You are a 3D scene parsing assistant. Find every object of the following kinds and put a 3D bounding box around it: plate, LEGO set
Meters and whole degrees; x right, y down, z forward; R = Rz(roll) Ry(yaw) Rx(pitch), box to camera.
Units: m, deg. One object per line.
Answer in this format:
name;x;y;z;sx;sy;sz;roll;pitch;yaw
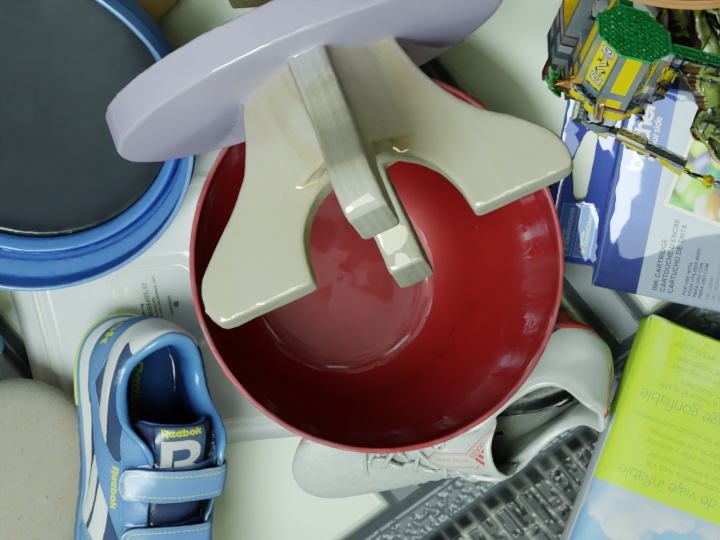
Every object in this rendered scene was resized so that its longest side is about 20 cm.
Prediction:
plate;-0.113;0.017;1.187;0.200;0.032;0.200;-9;105;12
LEGO set;0.174;-0.090;1.010;0.200;0.154;0.116;6;138;-16

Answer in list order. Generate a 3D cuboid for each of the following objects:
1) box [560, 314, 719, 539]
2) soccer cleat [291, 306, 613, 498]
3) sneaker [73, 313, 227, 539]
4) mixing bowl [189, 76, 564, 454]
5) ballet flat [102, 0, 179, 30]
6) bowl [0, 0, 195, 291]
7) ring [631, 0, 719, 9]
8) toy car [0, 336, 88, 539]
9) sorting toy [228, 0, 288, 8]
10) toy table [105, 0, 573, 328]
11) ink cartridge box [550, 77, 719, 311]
box;0.180;0.139;1.129;0.122;0.048;0.200;21;88;3
soccer cleat;0.050;0.090;1.146;0.200;0.085;0.069;-23;126;14
sneaker;-0.113;0.120;1.123;0.082;0.074;0.200;-14;83;57
mixing bowl;0.000;0.000;1.102;0.200;0.108;0.201;1;83;-11
ballet flat;-0.156;-0.223;1.111;0.063;0.069;0.200;-25;106;-12
bowl;-0.187;-0.082;1.106;0.200;0.039;0.201;2;123;3
ring;0.132;-0.207;0.992;0.200;0.201;0.019;27;141;1
toy car;-0.253;0.149;1.201;0.184;0.177;0.200;54;148;-9
sorting toy;-0.056;-0.236;1.013;0.069;0.200;0.199;-20;100;-6
toy table;-0.008;-0.060;0.973;0.200;0.184;0.117;-26;77;15
ink cartridge box;0.203;-0.037;1.110;0.200;0.042;0.120;12;109;8
